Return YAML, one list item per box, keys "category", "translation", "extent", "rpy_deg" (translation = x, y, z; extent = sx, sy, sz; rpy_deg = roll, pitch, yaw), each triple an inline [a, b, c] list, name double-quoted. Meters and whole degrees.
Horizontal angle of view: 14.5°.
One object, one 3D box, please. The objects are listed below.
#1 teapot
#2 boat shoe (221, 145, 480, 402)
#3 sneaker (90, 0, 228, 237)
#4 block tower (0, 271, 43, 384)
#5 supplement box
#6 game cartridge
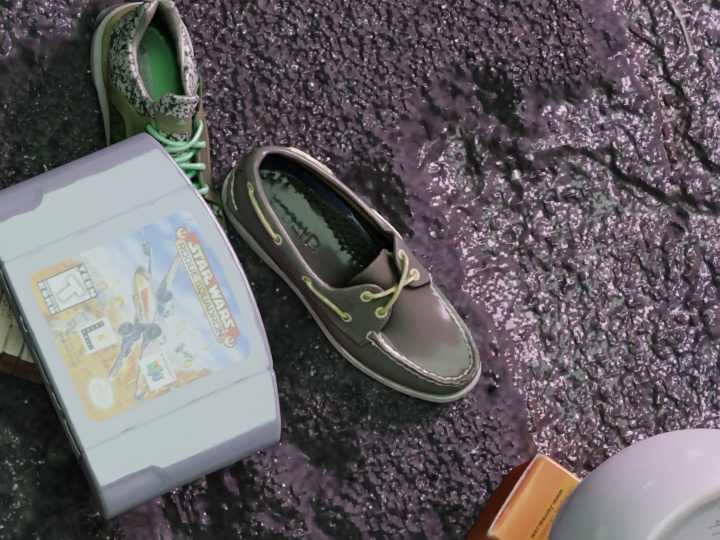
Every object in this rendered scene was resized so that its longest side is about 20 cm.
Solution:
- category: "teapot"
  translation: [0.174, 0.173, 1.627]
  extent: [0.200, 0.146, 0.198]
  rpy_deg: [38, 86, -32]
- category: "boat shoe"
  translation: [-0.002, 0.002, 1.734]
  extent: [0.202, 0.060, 0.072]
  rpy_deg: [44, 72, 0]
- category: "sneaker"
  translation: [-0.120, -0.077, 1.710]
  extent: [0.077, 0.089, 0.201]
  rpy_deg: [-11, 80, -16]
- category: "block tower"
  translation: [-0.180, 0.040, 1.688]
  extent: [0.199, 0.054, 0.058]
  rpy_deg: [17, 75, -8]
- category: "supplement box"
  translation: [0.164, 0.197, 1.726]
  extent: [0.200, 0.067, 0.069]
  rpy_deg: [34, 72, -3]
- category: "game cartridge"
  translation: [-0.129, 0.028, 1.653]
  extent: [0.133, 0.042, 0.201]
  rpy_deg: [-24, 88, -10]
